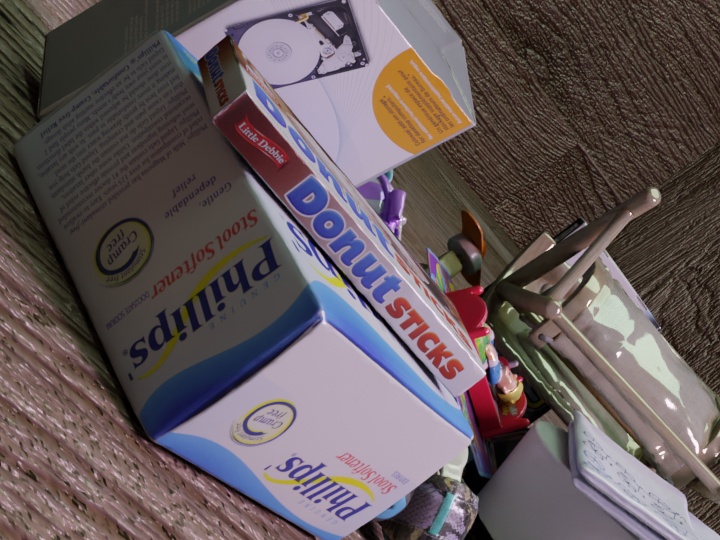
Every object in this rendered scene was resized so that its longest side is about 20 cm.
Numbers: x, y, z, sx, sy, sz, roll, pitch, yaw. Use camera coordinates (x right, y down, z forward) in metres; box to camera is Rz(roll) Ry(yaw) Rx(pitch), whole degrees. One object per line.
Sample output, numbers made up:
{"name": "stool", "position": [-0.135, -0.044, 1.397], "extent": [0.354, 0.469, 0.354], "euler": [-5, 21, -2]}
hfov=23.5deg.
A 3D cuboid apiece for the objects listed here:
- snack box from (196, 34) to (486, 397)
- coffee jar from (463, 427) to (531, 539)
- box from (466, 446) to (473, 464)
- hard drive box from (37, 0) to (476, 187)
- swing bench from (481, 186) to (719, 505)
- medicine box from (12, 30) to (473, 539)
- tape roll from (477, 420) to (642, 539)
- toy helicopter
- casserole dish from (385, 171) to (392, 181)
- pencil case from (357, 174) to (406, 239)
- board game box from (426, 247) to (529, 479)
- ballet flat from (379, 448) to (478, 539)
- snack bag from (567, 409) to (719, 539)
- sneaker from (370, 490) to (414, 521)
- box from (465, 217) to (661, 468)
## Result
{"name": "snack box", "position": [-0.008, -0.024, 0.850], "extent": [0.200, 0.024, 0.072], "euler": [49, 10, -29]}
{"name": "coffee jar", "position": [0.162, 0.212, 1.361], "extent": [0.200, 0.085, 0.105], "euler": [47, 10, -38]}
{"name": "box", "position": [0.053, 0.105, 1.310], "extent": [0.083, 0.049, 0.200], "euler": [54, 8, 1]}
{"name": "hard drive box", "position": [-0.058, -0.109, 0.992], "extent": [0.156, 0.199, 0.077], "euler": [45, 28, -39]}
{"name": "swing bench", "position": [0.199, 0.069, 1.299], "extent": [0.199, 0.130, 0.200], "euler": [47, -20, -6]}
{"name": "medicine box", "position": [-0.057, 0.012, 0.876], "extent": [0.201, 0.103, 0.182], "euler": [58, 9, 34]}
{"name": "tape roll", "position": [0.174, 0.192, 1.173], "extent": [0.202, 0.071, 0.203], "euler": [38, 8, -7]}
{"name": "toy helicopter", "position": [0.054, 0.005, 1.439], "extent": [0.079, 0.132, 0.200], "euler": [53, 8, 1]}
{"name": "casserole dish", "position": [-0.065, -0.100, 1.277], "extent": [0.198, 0.039, 0.122], "euler": [13, 37, -28]}
{"name": "pencil case", "position": [0.000, 0.000, 1.140], "extent": [0.200, 0.085, 0.085], "euler": [72, 15, -63]}
{"name": "board game box", "position": [0.089, 0.064, 1.217], "extent": [0.200, 0.039, 0.160], "euler": [43, 34, -77]}
{"name": "ballet flat", "position": [0.036, 0.108, 1.071], "extent": [0.072, 0.072, 0.201], "euler": [50, 7, -21]}
{"name": "snack bag", "position": [0.216, 0.173, 1.136], "extent": [0.199, 0.021, 0.189], "euler": [39, 8, 2]}
{"name": "sneaker", "position": [-0.007, 0.071, 1.019], "extent": [0.082, 0.073, 0.201], "euler": [44, 13, -45]}
{"name": "box", "position": [0.134, 0.061, 1.427], "extent": [0.110, 0.199, 0.035], "euler": [53, 7, -7]}
